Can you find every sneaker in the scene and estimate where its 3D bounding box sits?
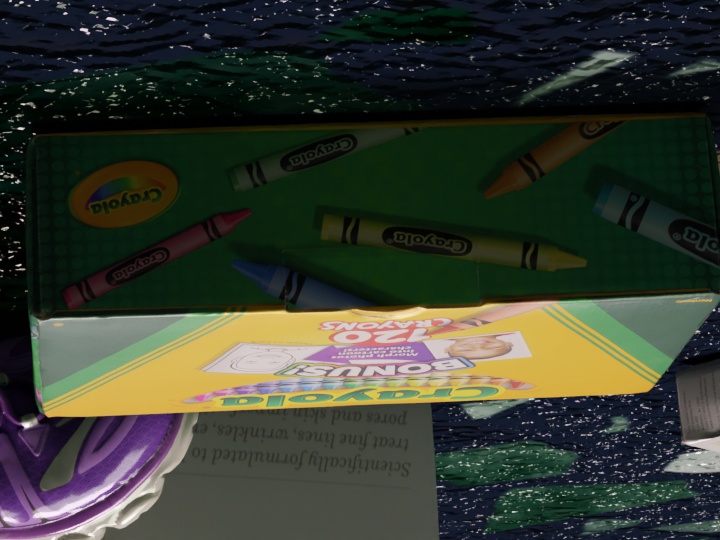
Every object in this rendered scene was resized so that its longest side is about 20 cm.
[{"bbox_3d":[-0.153,0.057,1.018,0.200,0.081,0.083,-12,150,16],"label":"sneaker"}]

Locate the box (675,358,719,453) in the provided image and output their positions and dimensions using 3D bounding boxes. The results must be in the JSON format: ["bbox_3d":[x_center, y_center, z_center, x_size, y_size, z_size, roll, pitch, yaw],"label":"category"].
[{"bbox_3d":[0.241,0.056,1.175,0.144,0.036,0.200,-15,160,34],"label":"box"}]

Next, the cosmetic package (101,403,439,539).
[{"bbox_3d":[-0.084,0.141,1.158,0.165,0.165,0.200,5,162,-32],"label":"cosmetic package"}]

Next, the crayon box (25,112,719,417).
[{"bbox_3d":[0.000,0.000,0.870,0.200,0.058,0.119,-2,164,-6],"label":"crayon box"}]
